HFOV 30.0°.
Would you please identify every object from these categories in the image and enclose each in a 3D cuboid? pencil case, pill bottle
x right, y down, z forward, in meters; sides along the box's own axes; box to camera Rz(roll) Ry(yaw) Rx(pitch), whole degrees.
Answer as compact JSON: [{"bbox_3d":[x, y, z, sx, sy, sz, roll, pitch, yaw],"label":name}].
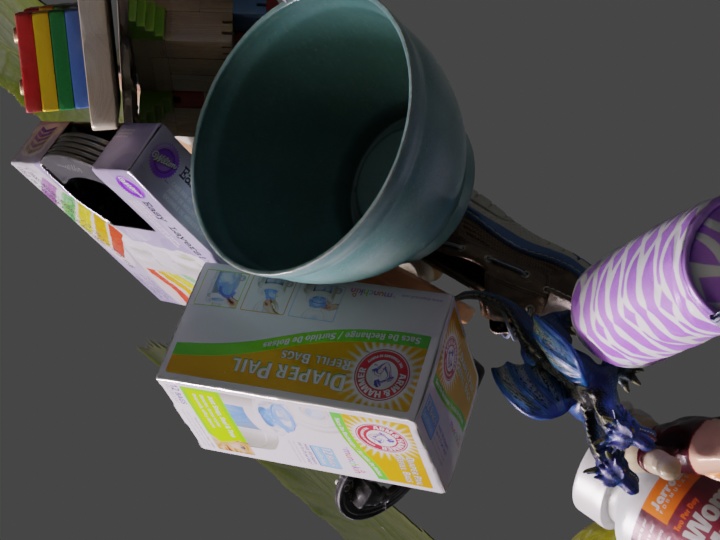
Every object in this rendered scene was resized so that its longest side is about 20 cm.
[{"bbox_3d":[0.199,0.012,0.825,0.085,0.085,0.200,24,167,-7],"label":"pencil case"},{"bbox_3d":[0.271,0.201,1.056,0.199,0.110,0.110,32,160,36],"label":"pill bottle"}]

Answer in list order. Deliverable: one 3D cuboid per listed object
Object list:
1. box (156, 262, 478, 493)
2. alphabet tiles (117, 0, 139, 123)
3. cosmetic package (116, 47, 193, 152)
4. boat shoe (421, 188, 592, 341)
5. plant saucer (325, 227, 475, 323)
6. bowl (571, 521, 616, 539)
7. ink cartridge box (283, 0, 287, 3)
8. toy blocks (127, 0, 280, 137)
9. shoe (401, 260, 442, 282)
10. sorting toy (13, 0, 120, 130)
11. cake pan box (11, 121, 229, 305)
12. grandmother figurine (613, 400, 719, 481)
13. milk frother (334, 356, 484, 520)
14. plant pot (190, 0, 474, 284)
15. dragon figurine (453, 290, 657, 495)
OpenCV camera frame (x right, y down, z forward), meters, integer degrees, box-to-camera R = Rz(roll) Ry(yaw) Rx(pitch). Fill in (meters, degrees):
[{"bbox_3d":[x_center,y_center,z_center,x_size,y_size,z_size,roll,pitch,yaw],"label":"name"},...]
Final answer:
[{"bbox_3d":[-0.027,0.076,0.968,0.198,0.102,0.113,8,148,20],"label":"box"},{"bbox_3d":[-0.190,-0.186,1.094,0.196,0.014,0.202,-119,28,-69],"label":"alphabet tiles"},{"bbox_3d":[-0.146,-0.138,1.281,0.103,0.087,0.201,30,159,41],"label":"cosmetic package"},{"bbox_3d":[0.122,0.015,1.026,0.199,0.072,0.072,35,162,30],"label":"boat shoe"},{"bbox_3d":[0.000,0.000,1.104,0.199,0.038,0.200,29,-179,-1],"label":"plant saucer"},{"bbox_3d":[0.290,0.272,1.190,0.200,0.108,0.200,41,164,14],"label":"bowl"},{"bbox_3d":[-0.128,-0.298,0.910,0.200,0.043,0.199,37,163,33],"label":"ink cartridge box"},{"bbox_3d":[-0.106,-0.163,1.065,0.135,0.101,0.200,1,158,-3],"label":"toy blocks"},{"bbox_3d":[-0.006,-0.036,1.250,0.199,0.053,0.070,34,161,33],"label":"shoe"},{"bbox_3d":[-0.224,-0.214,1.004,0.200,0.069,0.201,-125,30,-74],"label":"sorting toy"},{"bbox_3d":[-0.158,-0.042,1.055,0.183,0.053,0.200,7,148,46],"label":"cake pan box"},{"bbox_3d":[0.239,0.123,0.924,0.199,0.120,0.061,-3,89,53],"label":"grandmother figurine"},{"bbox_3d":[-0.003,0.105,1.293,0.180,0.200,0.188,42,179,-28],"label":"milk frother"},{"bbox_3d":[-0.003,-0.077,0.941,0.200,0.202,0.134,29,-176,43],"label":"plant pot"},{"bbox_3d":[0.132,0.067,0.925,0.200,0.059,0.099,43,-159,19],"label":"dragon figurine"}]
